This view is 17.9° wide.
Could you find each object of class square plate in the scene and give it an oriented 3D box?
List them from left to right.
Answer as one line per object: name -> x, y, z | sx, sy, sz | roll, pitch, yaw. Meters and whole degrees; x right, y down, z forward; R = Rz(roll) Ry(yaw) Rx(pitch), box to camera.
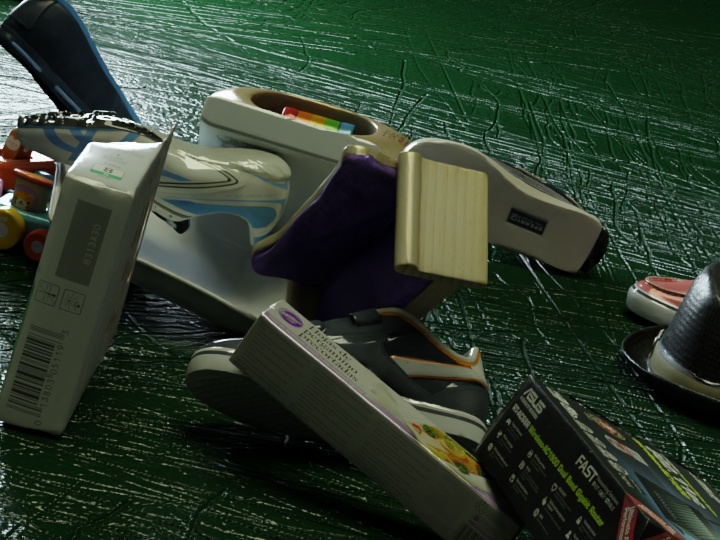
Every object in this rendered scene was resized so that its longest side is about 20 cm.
square plate -> -0.137, -0.020, 1.646 | 0.199, 0.029, 0.198 | 27, 16, -16

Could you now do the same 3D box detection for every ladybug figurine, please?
ladybug figurine -> -0.043, -0.102, 1.984 | 0.199, 0.072, 0.136 | 17, 18, 6

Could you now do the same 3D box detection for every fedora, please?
fedora -> 0.299, 0.049, 1.760 | 0.199, 0.092, 0.201 | 14, 17, -4

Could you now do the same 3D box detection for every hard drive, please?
hard drive -> -0.059, -0.061, 1.718 | 0.131, 0.027, 0.200 | 17, -22, 1

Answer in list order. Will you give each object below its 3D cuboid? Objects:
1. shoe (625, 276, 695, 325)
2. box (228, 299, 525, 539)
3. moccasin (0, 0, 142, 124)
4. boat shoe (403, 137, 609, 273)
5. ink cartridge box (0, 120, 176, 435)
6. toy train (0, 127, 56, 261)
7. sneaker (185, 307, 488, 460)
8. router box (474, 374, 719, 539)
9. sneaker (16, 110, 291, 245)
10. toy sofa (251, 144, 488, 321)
shoe -> 0.325, 0.013, 1.901 | 0.199, 0.091, 0.072 | 13, 17, -7
box -> 0.013, 0.097, 1.350 | 0.200, 0.042, 0.039 | 38, 22, 7
moccasin -> -0.223, -0.123, 1.776 | 0.068, 0.201, 0.080 | -39, 26, -19
boat shoe -> 0.114, -0.061, 1.980 | 0.199, 0.075, 0.093 | 28, 8, -16
ink cartridge box -> -0.168, -0.006, 1.424 | 0.050, 0.162, 0.200 | 17, 17, -4
toy train -> -0.251, -0.066, 1.724 | 0.150, 0.056, 0.200 | -1, 23, -41
sneaker -> -0.013, 0.064, 1.444 | 0.199, 0.080, 0.078 | 16, -27, -18
router box -> 0.165, 0.153, 1.295 | 0.149, 0.062, 0.200 | 32, 10, -25
sneaker -> -0.149, -0.068, 1.613 | 0.199, 0.073, 0.072 | 15, 9, -4
toy sofa -> 0.000, 0.000, 1.495 | 0.097, 0.083, 0.200 | 12, -27, -21
